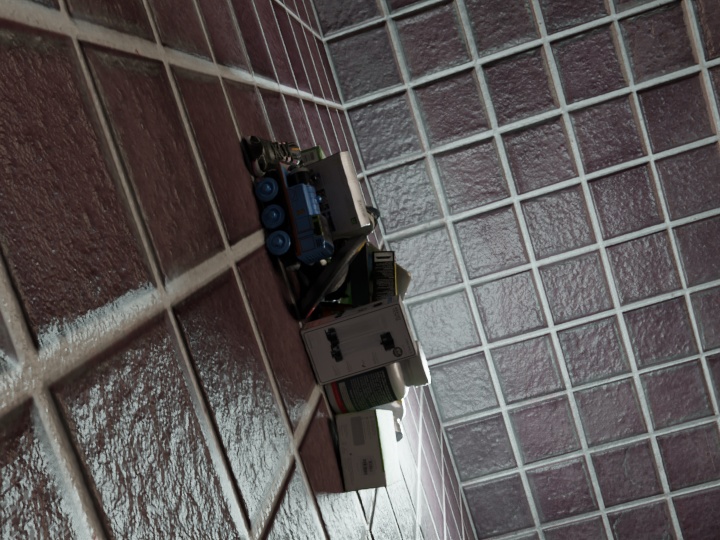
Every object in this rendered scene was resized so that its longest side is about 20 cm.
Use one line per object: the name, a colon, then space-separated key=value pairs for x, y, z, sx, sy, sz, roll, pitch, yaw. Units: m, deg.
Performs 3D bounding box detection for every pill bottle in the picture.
pill bottle: x=0.040 y=0.291 z=1.821 sx=0.112 sy=0.111 sz=0.201 roll=63 pitch=13 yaw=-54
pill bottle: x=0.034 y=0.211 z=1.610 sx=0.120 sy=0.199 sz=0.120 roll=-16 pitch=90 yaw=-82

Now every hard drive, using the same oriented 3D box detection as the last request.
hard drive: x=0.000 y=0.000 z=1.732 sx=0.135 sy=0.042 sz=0.201 roll=-89 pitch=177 yaw=-65

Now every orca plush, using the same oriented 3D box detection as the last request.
orca plush: x=-0.097 y=0.024 z=1.681 sx=0.105 sy=0.071 sz=0.200 roll=28 pitch=-18 yaw=23

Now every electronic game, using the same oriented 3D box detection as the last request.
electronic game: x=-0.052 y=0.012 z=1.530 sx=0.042 sy=0.200 sz=0.200 roll=37 pitch=9 yaw=0

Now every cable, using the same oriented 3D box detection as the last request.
cable: x=-0.051 y=-0.013 z=1.826 sx=0.200 sy=0.051 sz=0.164 roll=60 pitch=50 yaw=-79

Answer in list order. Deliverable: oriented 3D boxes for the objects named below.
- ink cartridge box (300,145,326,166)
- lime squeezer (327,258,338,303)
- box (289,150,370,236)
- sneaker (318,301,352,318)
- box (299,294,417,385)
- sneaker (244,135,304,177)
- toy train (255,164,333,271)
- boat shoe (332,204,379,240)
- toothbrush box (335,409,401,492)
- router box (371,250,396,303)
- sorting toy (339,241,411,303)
ink cartridge box: x=-0.110 y=-0.199 z=1.807 sx=0.200 sy=0.103 sz=0.060 roll=57 pitch=19 yaw=-67
lime squeezer: x=-0.079 y=0.005 z=1.904 sx=0.071 sy=0.038 sz=0.201 roll=-46 pitch=126 yaw=-45
box: x=-0.084 y=-0.130 z=1.532 sx=0.036 sy=0.199 sz=0.145 roll=-17 pitch=91 yaw=-53
sneaker: x=-0.057 y=0.122 z=1.703 sx=0.200 sy=0.075 sz=0.093 roll=-79 pitch=173 yaw=-81
box: x=-0.002 y=0.131 z=1.524 sx=0.060 sy=0.199 sz=0.117 roll=-78 pitch=149 yaw=-77
sneaker: x=-0.162 y=-0.227 z=1.550 sx=0.200 sy=0.086 sz=0.081 roll=-14 pitch=86 yaw=-82
toy train: x=-0.121 y=-0.101 z=1.475 sx=0.087 sy=0.114 sz=0.201 roll=50 pitch=25 yaw=-72
boat shoe: x=-0.059 y=-0.103 z=1.600 sx=0.062 sy=0.199 sz=0.075 roll=-55 pitch=134 yaw=-56
toothbrush box: x=0.019 y=0.354 z=1.588 sx=0.200 sy=0.086 sz=0.147 roll=50 pitch=31 yaw=-75
router box: x=0.049 y=0.066 z=1.664 sx=0.200 sy=0.051 sz=0.150 roll=88 pitch=1 yaw=-68
sorting toy: x=0.025 y=0.048 z=1.858 sx=0.200 sy=0.036 sz=0.186 roll=38 pitch=-66 yaw=50
